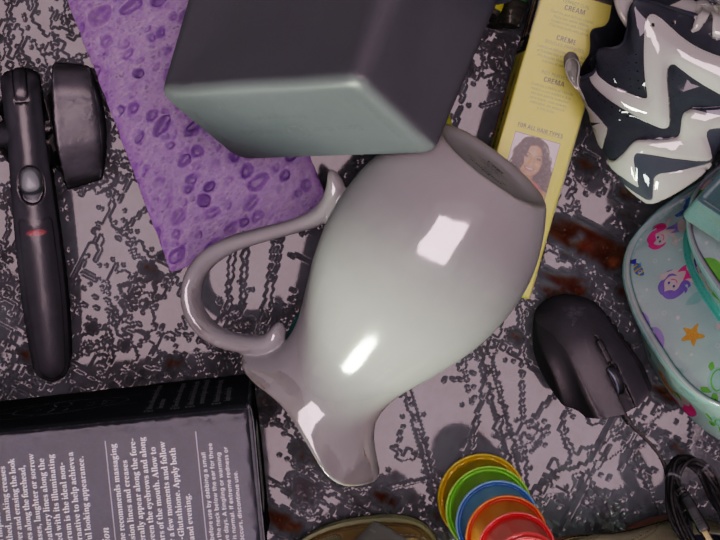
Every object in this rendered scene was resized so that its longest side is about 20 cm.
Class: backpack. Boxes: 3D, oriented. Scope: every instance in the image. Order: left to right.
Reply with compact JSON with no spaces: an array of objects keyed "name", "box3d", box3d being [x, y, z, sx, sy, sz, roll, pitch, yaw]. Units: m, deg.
[{"name":"backpack","box3d":[0.266,0.007,1.151,0.199,0.151,0.178,-31,64,5]}]

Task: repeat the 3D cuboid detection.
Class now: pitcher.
[{"name":"pitcher","box3d":[0.000,0.000,1.107,0.171,0.121,0.200,38,107,3]}]

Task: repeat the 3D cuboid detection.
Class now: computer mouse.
[{"name":"computer mouse","box3d":[0.175,0.094,1.175,0.058,0.034,0.200,-26,68,-24]}]

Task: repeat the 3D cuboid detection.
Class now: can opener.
[{"name":"can opener","box3d":[-0.201,-0.030,1.174,0.078,0.063,0.202,0,94,3]}]

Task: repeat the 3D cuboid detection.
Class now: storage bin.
[{"name":"storage bin","box3d":[-0.023,-0.147,1.075,0.145,0.199,0.135,39,61,-44]}]

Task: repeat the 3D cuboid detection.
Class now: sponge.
[{"name":"sponge","box3d":[-0.104,-0.110,1.190,0.111,0.030,0.201,-21,95,-2]}]

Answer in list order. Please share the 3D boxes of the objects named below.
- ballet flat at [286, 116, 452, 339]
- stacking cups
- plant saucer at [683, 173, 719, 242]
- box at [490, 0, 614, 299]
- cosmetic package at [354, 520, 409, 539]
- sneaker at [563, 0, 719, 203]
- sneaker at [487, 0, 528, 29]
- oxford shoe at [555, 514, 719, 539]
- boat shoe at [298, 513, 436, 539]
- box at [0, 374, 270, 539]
[{"name":"ballet flat","box3d":[0.020,-0.013,1.193,0.067,0.067,0.201,26,96,-25]},{"name":"stacking cups","box3d":[0.083,0.161,1.132,0.060,0.200,0.061,0,96,-2]},{"name":"plant saucer","box3d":[0.280,-0.085,1.099,0.200,0.019,0.070,-44,57,-14]},{"name":"box","box3d":[0.110,-0.086,1.181,0.050,0.075,0.201,15,94,-1]},{"name":"cosmetic package","box3d":[0.043,0.266,1.160,0.107,0.090,0.200,-45,112,-14]},{"name":"sneaker","box3d":[0.208,-0.148,1.104,0.199,0.080,0.130,-36,105,19]},{"name":"sneaker","box3d":[0.022,-0.225,1.173,0.199,0.078,0.086,22,86,-13]},{"name":"oxford shoe","box3d":[0.164,0.194,1.158,0.199,0.074,0.071,-19,94,-35]},{"name":"boat shoe","box3d":[-0.041,0.215,1.193,0.199,0.076,0.072,-21,95,-1]},{"name":"box","box3d":[-0.158,0.134,1.145,0.198,0.148,0.108,-5,94,-2]}]
